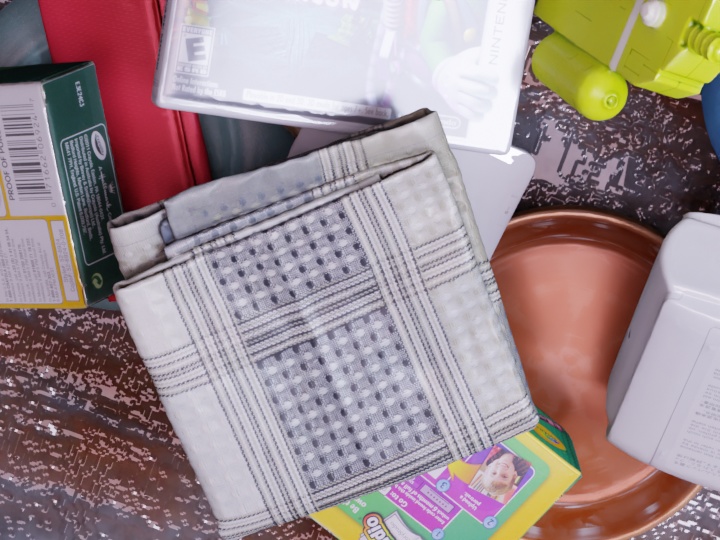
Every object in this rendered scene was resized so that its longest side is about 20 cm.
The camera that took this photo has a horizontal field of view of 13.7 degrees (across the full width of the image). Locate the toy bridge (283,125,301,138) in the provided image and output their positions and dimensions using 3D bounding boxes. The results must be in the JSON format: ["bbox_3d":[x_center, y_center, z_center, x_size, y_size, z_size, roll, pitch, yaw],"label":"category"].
[{"bbox_3d":[-0.038,-0.028,1.688,0.067,0.027,0.201,-25,118,-23],"label":"toy bridge"}]

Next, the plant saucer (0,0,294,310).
[{"bbox_3d":[-0.137,-0.070,1.694,0.199,0.036,0.201,1,104,4],"label":"plant saucer"}]

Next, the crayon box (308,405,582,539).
[{"bbox_3d":[0.011,0.086,1.664,0.200,0.058,0.119,39,104,-18],"label":"crayon box"}]

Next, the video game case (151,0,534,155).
[{"bbox_3d":[-0.001,-0.164,1.594,0.199,0.023,0.183,7,97,-15],"label":"video game case"}]

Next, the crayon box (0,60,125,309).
[{"bbox_3d":[-0.224,-0.046,1.666,0.199,0.052,0.126,-1,107,35],"label":"crayon box"}]

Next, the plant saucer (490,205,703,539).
[{"bbox_3d":[0.117,0.060,1.714,0.199,0.032,0.202,1,104,4],"label":"plant saucer"}]

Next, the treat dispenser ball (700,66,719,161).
[{"bbox_3d":[0.278,-0.102,1.575,0.200,0.201,0.202,1,104,3],"label":"treat dispenser ball"}]

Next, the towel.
[{"bbox_3d":[-0.019,0.031,1.590,0.192,0.035,0.201,-19,110,3],"label":"towel"}]

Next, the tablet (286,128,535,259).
[{"bbox_3d":[0.000,0.000,1.667,0.130,0.014,0.201,21,108,-13],"label":"tablet"}]

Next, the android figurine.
[{"bbox_3d":[0.151,-0.167,1.574,0.041,0.200,0.183,15,108,-30],"label":"android figurine"}]

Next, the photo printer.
[{"bbox_3d":[0.221,0.059,1.608,0.165,0.070,0.200,16,150,2],"label":"photo printer"}]

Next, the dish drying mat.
[{"bbox_3d":[-0.127,-0.083,1.657,0.076,0.018,0.201,-7,105,17],"label":"dish drying mat"}]
